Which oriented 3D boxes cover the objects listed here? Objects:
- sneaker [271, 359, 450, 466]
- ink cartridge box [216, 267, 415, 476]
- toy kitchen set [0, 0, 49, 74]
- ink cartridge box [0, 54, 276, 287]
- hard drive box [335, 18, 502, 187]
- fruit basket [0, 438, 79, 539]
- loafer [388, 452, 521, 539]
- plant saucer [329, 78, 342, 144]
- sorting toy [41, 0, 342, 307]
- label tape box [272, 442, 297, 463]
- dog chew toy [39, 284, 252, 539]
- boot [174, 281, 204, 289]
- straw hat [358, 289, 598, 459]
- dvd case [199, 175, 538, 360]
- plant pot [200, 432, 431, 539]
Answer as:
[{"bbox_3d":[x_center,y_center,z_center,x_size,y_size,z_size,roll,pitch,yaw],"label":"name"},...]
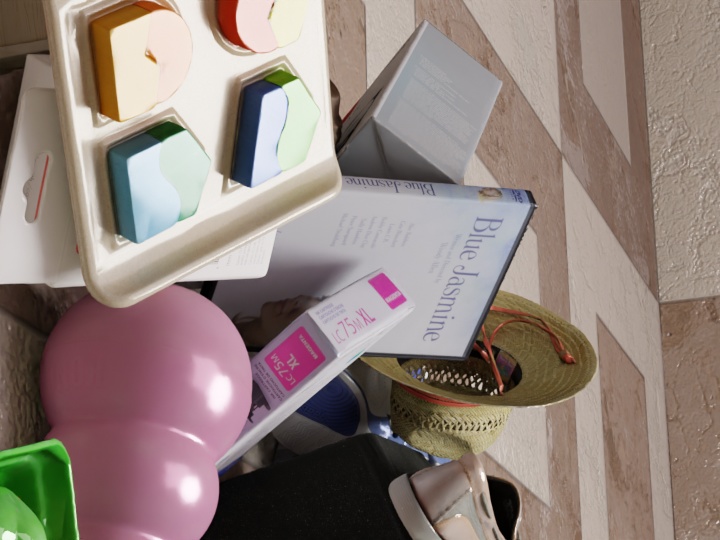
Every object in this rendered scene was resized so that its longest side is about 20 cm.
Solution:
[{"bbox_3d":[-0.004,0.086,1.573,0.199,0.080,0.116,42,30,-37],"label":"sneaker"},{"bbox_3d":[-0.064,0.081,1.345,0.042,0.200,0.119,49,27,6],"label":"ink cartridge box"},{"bbox_3d":[-0.128,-0.218,1.273,0.180,0.162,0.202,16,68,-72],"label":"toy kitchen set"},{"bbox_3d":[-0.133,-0.057,1.210,0.199,0.067,0.117,-2,112,-45],"label":"ink cartridge box"},{"bbox_3d":[0.011,-0.064,1.481,0.077,0.156,0.200,38,26,-6],"label":"hard drive box"},{"bbox_3d":[-0.146,0.182,0.991,0.155,0.214,0.218,-2,85,-73],"label":"fruit basket"},{"bbox_3d":[0.080,0.160,1.397,0.072,0.063,0.200,61,10,22],"label":"loafer"},{"bbox_3d":[-0.088,-0.149,1.379,0.030,0.200,0.200,-54,168,12],"label":"plant saucer"},{"bbox_3d":[-0.082,-0.100,1.161,0.184,0.036,0.202,-29,124,-35],"label":"sorting toy"},{"bbox_3d":[-0.010,0.158,1.677,0.201,0.066,0.144,-77,154,-52],"label":"label tape box"},{"bbox_3d":[-0.131,0.110,1.219,0.125,0.123,0.202,54,42,-58],"label":"dog chew toy"},{"bbox_3d":[-0.092,-0.063,1.439,0.074,0.095,0.201,66,24,-44],"label":"boot"},{"bbox_3d":[0.066,0.084,1.506,0.201,0.199,0.086,-57,162,-65],"label":"straw hat"},{"bbox_3d":[0.000,0.000,1.374,0.018,0.198,0.143,-110,-148,-44],"label":"dvd case"},{"bbox_3d":[-0.013,0.219,1.454,0.200,0.198,0.179,30,42,-69],"label":"plant pot"}]
